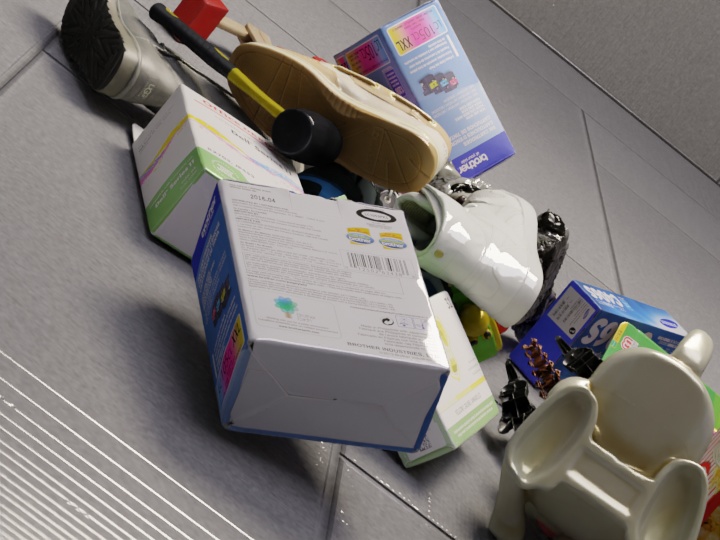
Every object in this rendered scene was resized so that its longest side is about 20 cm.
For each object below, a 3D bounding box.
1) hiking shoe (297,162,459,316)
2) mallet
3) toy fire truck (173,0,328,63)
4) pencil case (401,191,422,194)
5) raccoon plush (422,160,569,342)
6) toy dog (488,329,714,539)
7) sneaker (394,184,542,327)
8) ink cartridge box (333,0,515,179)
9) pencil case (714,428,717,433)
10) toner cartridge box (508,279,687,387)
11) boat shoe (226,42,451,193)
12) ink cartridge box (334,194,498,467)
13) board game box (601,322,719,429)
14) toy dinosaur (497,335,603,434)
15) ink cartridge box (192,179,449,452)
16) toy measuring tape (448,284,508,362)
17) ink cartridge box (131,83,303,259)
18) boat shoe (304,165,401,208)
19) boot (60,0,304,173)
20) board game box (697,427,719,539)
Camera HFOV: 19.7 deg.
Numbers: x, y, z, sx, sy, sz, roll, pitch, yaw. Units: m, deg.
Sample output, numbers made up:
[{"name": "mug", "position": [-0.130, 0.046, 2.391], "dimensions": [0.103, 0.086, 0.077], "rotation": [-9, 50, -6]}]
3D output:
[{"name": "hiking shoe", "position": [0.000, 0.000, 1.669], "dimensions": [0.086, 0.075, 0.200], "rotation": [-20, 64, -37]}, {"name": "mallet", "position": [-0.092, -0.150, 1.659], "dimensions": [0.200, 0.041, 0.066], "rotation": [42, 10, 28]}, {"name": "toy fire truck", "position": [-0.091, -0.206, 2.033], "dimensions": [0.141, 0.049, 0.200], "rotation": [46, 17, 20]}, {"name": "pencil case", "position": [0.024, -0.095, 1.928], "dimensions": [0.200, 0.083, 0.087], "rotation": [42, 3, 11]}, {"name": "raccoon plush", "position": [0.102, -0.005, 1.846], "dimensions": [0.133, 0.201, 0.097], "rotation": [30, 56, 18]}, {"name": "toy dog", "position": [0.167, 0.131, 1.470], "dimensions": [0.139, 0.195, 0.200], "rotation": [25, -19, 1]}, {"name": "sneaker", "position": [0.079, -0.040, 1.653], "dimensions": [0.115, 0.074, 0.200], "rotation": [34, 16, -16]}, {"name": "ink cartridge box", "position": [0.068, -0.146, 2.005], "dimensions": [0.201, 0.076, 0.136], "rotation": [61, -21, -4]}, {"name": "pencil case", "position": [0.287, 0.183, 1.701], "dimensions": [0.088, 0.088, 0.200], "rotation": [47, 5, 26]}, {"name": "toner cartridge box", "position": [0.224, 0.071, 1.914], "dimensions": [0.043, 0.095, 0.200], "rotation": [49, 18, 29]}, {"name": "boat shoe", "position": [-0.016, -0.128, 1.684], "dimensions": [0.199, 0.074, 0.069], "rotation": [32, 29, 15]}, {"name": "ink cartridge box", "position": [0.027, 0.034, 1.509], "dimensions": [0.201, 0.048, 0.145], "rotation": [67, 18, 1]}, {"name": "board game box", "position": [0.285, 0.141, 1.865], "dimensions": [0.200, 0.096, 0.030], "rotation": [39, -25, -16]}, {"name": "toy dinosaur", "position": [0.167, 0.131, 1.662], "dimensions": [0.200, 0.102, 0.136], "rotation": [36, -16, 43]}, {"name": "ink cartridge box", "position": [-0.031, 0.018, 1.346], "dimensions": [0.135, 0.077, 0.201], "rotation": [10, 37, -19]}, {"name": "toy measuring tape", "position": [0.082, 0.041, 1.744], "dimensions": [0.073, 0.074, 0.200], "rotation": [37, -1, -9]}, {"name": "ink cartridge box", "position": [-0.105, -0.067, 1.572], "dimensions": [0.117, 0.067, 0.200], "rotation": [33, 16, -25]}, {"name": "boat shoe", "position": [0.010, -0.060, 1.833], "dimensions": [0.199, 0.063, 0.073], "rotation": [35, 13, -21]}, {"name": "boot", "position": [-0.145, -0.154, 1.721], "dimensions": [0.199, 0.073, 0.182], "rotation": [23, 29, -35]}, {"name": "board game box", "position": [0.255, 0.174, 1.496], "dimensions": [0.046, 0.200, 0.152], "rotation": [39, 15, 0]}]
